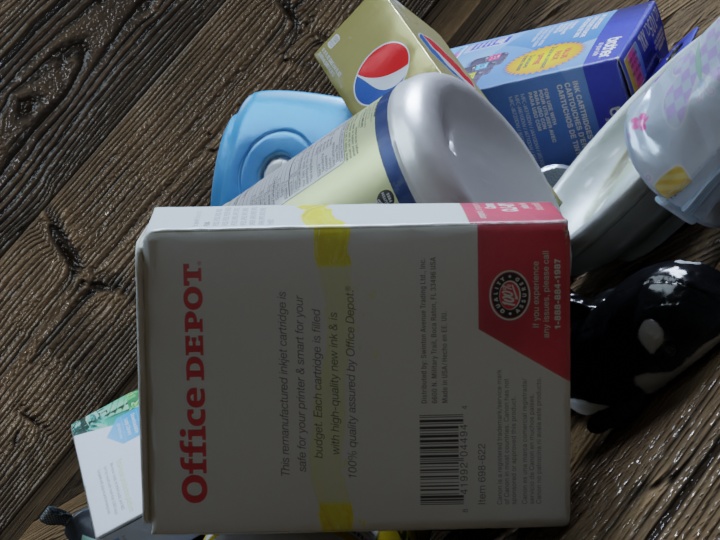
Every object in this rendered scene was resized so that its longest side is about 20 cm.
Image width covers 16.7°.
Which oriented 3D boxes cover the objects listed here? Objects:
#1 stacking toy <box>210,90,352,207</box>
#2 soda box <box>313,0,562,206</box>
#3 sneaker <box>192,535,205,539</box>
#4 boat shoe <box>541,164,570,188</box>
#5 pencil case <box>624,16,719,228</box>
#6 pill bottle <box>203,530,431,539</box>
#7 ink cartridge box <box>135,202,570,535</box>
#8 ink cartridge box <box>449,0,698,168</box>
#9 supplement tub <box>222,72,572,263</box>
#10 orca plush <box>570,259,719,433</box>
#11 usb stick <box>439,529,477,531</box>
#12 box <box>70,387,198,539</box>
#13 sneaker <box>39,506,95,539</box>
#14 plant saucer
[{"bbox_3d":[-0.003,-0.047,1.663,0.200,0.109,0.117,14,-96,-58],"label":"stacking toy"},{"bbox_3d":[0.044,-0.088,1.495,0.064,0.068,0.200,-46,40,12],"label":"soda box"},{"bbox_3d":[-0.053,0.170,1.442,0.200,0.077,0.111,-52,14,31],"label":"sneaker"},{"bbox_3d":[0.080,0.021,1.548,0.200,0.072,0.062,-46,-17,-7],"label":"boat shoe"},{"bbox_3d":[0.223,-0.105,1.240,0.200,0.083,0.091,-42,40,38],"label":"pencil case"},{"bbox_3d":[-0.030,0.159,1.230,0.111,0.111,0.200,-45,8,24],"label":"pill bottle"},{"bbox_3d":[-0.003,0.043,1.160,0.083,0.199,0.146,-99,9,-80],"label":"ink cartridge box"},{"bbox_3d":[0.129,-0.113,1.623,0.199,0.077,0.137,-10,19,20],"label":"ink cartridge box"},{"bbox_3d":[0.000,0.000,1.350,0.200,0.145,0.145,-33,13,24],"label":"supplement tub"},{"bbox_3d":[0.118,0.021,1.231,0.105,0.071,0.200,-49,7,-8],"label":"orca plush"},{"bbox_3d":[0.064,0.084,1.321,0.200,0.055,0.033,-65,-23,-66],"label":"usb stick"},{"bbox_3d":[-0.075,0.091,1.482,0.199,0.036,0.144,-27,28,0],"label":"box"},{"bbox_3d":[-0.157,0.207,1.609,0.078,0.140,0.200,-46,7,15],"label":"sneaker"},{"bbox_3d":[0.172,-0.060,1.426,0.200,0.050,0.200,-48,6,7],"label":"plant saucer"}]
